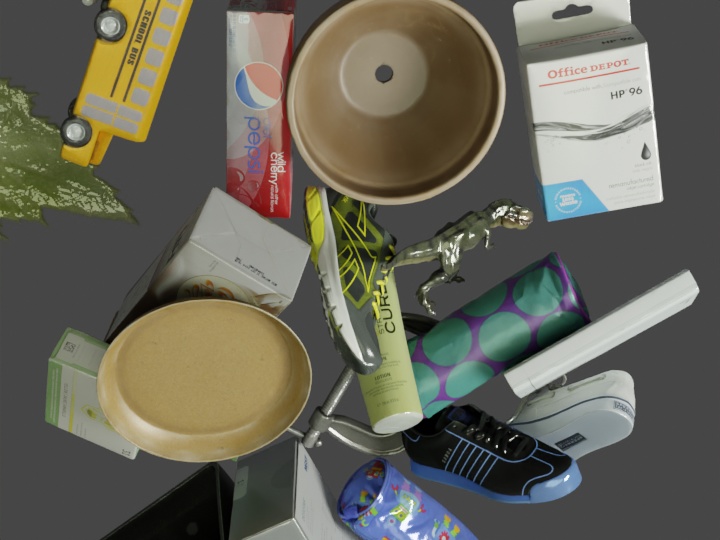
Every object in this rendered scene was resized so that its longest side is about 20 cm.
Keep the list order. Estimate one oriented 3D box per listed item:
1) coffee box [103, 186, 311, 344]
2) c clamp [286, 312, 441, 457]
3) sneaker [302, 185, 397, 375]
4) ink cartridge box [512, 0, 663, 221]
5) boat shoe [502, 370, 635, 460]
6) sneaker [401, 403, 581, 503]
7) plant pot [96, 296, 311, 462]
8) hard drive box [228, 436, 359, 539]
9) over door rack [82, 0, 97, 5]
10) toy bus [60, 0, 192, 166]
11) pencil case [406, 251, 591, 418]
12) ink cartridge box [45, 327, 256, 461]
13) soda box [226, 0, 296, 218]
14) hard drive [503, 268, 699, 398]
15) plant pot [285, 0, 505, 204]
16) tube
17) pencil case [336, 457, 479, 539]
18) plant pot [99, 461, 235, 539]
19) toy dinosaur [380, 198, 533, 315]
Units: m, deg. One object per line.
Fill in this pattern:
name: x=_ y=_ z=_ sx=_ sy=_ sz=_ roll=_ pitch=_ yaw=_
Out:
coffee box: x=-0.151 y=0.026 z=1.387 sx=0.114 sy=0.080 sz=0.200 roll=32 pitch=134 yaw=-15
c clamp: x=0.008 y=0.118 z=1.502 sx=0.170 sy=0.027 sz=0.200 roll=30 pitch=109 yaw=-16
sneaker: x=0.000 y=0.000 z=1.374 sx=0.084 sy=0.201 sz=0.075 roll=-12 pitch=158 yaw=-5
ink cartridge box: x=0.214 y=-0.158 z=1.360 sx=0.115 sy=0.068 sz=0.201 roll=-11 pitch=114 yaw=3
boat shoe: x=0.203 y=0.147 z=1.499 sx=0.074 sy=0.086 sz=0.202 roll=36 pitch=138 yaw=-21
sneaker: x=0.125 y=0.178 z=1.456 sx=0.199 sy=0.070 sz=0.078 roll=4 pitch=123 yaw=34
plant pot: x=-0.145 y=0.098 z=1.346 sx=0.199 sy=0.028 sz=0.201 roll=-5 pitch=129 yaw=-6
hard drive box: x=-0.055 y=0.302 z=1.515 sx=0.076 sy=0.156 sz=0.201 roll=-24 pitch=112 yaw=10
over door rack: x=-0.287 y=-0.342 z=1.262 sx=0.199 sy=0.067 sz=0.148 roll=31 pitch=109 yaw=-15
toy bus: x=-0.216 y=-0.191 z=1.335 sx=0.078 sy=0.065 sz=0.201 roll=18 pitch=112 yaw=-11
pencil case: x=0.129 y=0.063 z=1.435 sx=0.199 sy=0.092 sz=0.085 roll=-30 pitch=88 yaw=7
ink cartridge box: x=-0.214 y=0.142 z=1.442 sx=0.199 sy=0.048 sz=0.146 roll=24 pitch=147 yaw=0
soda box: x=-0.093 y=-0.153 z=1.352 sx=0.063 sy=0.070 sz=0.201 roll=1 pitch=114 yaw=-1
hard drive: x=0.236 y=0.065 z=1.422 sx=0.199 sy=0.132 sz=0.027 roll=-30 pitch=79 yaw=4
plant pot: x=0.028 y=-0.170 z=1.331 sx=0.200 sy=0.093 sz=0.202 roll=-2 pitch=114 yaw=-5
tube: x=0.012 y=0.058 z=1.407 sx=0.058 sy=0.201 sz=0.052 roll=2 pitch=151 yaw=-30
pencil case: x=0.065 y=0.291 z=1.552 sx=0.200 sy=0.087 sz=0.078 roll=43 pitch=140 yaw=-17
plant pot: x=-0.165 y=0.363 z=1.530 sx=0.200 sy=0.200 sz=0.177 roll=-37 pitch=122 yaw=14
toy dinosaur: x=0.083 y=-0.011 z=1.406 sx=0.199 sy=0.047 sz=0.088 roll=-26 pitch=140 yaw=-35
